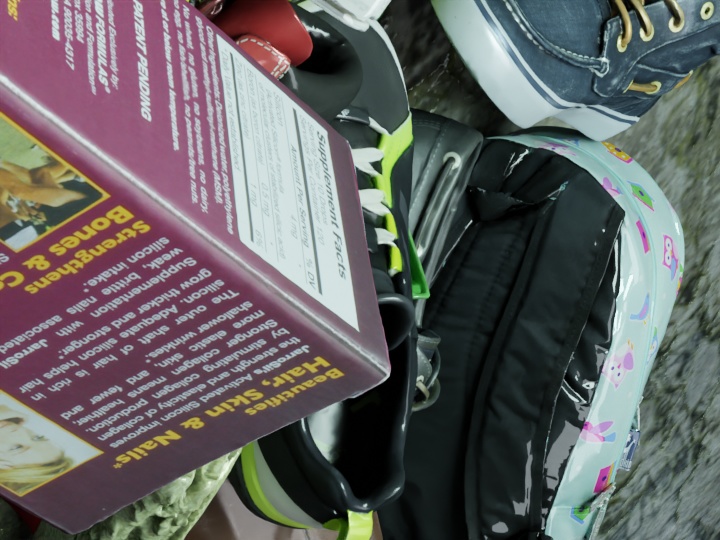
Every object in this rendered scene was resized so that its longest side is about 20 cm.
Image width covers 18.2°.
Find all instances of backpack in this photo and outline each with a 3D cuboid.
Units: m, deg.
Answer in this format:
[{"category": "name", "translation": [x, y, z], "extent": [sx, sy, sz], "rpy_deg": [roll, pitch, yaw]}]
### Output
[{"category": "backpack", "translation": [0.061, 0.031, 1.012], "extent": [0.127, 0.167, 0.200], "rpy_deg": [-16, 128, -68]}]

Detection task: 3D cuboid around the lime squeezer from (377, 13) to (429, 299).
[{"category": "lime squeezer", "translation": [0.000, -0.091, 0.876], "extent": [0.038, 0.071, 0.201], "rpy_deg": [-1, 94, -15]}]

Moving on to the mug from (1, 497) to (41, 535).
[{"category": "mug", "translation": [-0.137, 0.172, 0.815], "extent": [0.200, 0.133, 0.178], "rpy_deg": [24, 107, -39]}]

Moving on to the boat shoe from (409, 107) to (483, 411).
[{"category": "boat shoe", "translation": [0.007, 0.029, 0.929], "extent": [0.069, 0.056, 0.200], "rpy_deg": [-8, 109, -77]}]

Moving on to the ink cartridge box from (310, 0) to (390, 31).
[{"category": "ink cartridge box", "translation": [0.018, -0.178, 0.637], "extent": [0.200, 0.085, 0.146], "rpy_deg": [-56, -166, 7]}]

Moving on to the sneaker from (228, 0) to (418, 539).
[{"category": "sneaker", "translation": [0.000, 0.000, 0.801], "extent": [0.072, 0.083, 0.201], "rpy_deg": [3, 87, -30]}]

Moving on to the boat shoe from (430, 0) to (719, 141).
[{"category": "boat shoe", "translation": [0.099, -0.107, 0.915], "extent": [0.091, 0.071, 0.200], "rpy_deg": [-33, 167, 19]}]

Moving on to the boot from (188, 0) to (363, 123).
[{"category": "boot", "translation": [-0.092, -0.036, 0.674], "extent": [0.200, 0.072, 0.144], "rpy_deg": [-10, 150, -49]}]

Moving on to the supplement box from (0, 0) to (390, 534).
[{"category": "supplement box", "translation": [-0.096, -0.026, 0.552], "extent": [0.110, 0.086, 0.200], "rpy_deg": [-28, 138, 23]}]

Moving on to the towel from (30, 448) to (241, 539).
[{"category": "towel", "translation": [-0.072, 0.067, 0.722], "extent": [0.200, 0.036, 0.148], "rpy_deg": [-53, -175, 42]}]

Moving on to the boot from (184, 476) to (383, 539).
[{"category": "boot", "translation": [0.012, 0.105, 0.890], "extent": [0.186, 0.064, 0.200], "rpy_deg": [-29, 107, -29]}]
